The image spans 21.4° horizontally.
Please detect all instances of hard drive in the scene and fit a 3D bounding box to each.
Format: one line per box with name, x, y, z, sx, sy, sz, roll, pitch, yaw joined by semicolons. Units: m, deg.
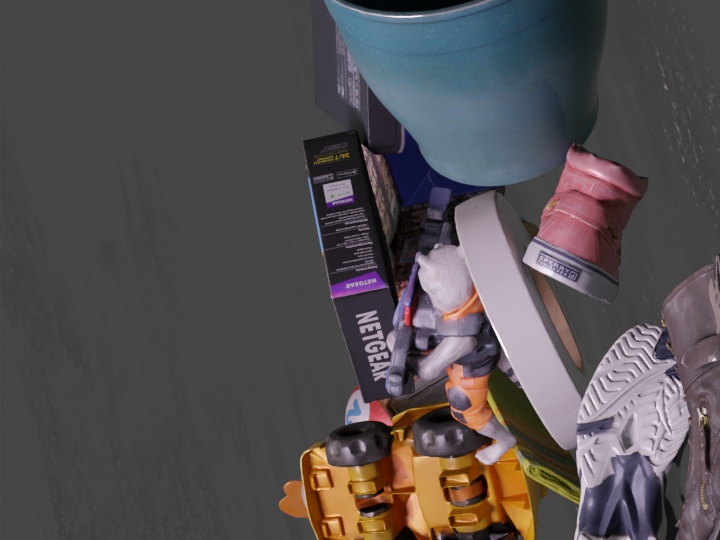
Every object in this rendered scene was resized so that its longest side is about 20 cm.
hard drive;-0.005;-0.187;1.605;0.200;0.033;0.140;-133;39;-68

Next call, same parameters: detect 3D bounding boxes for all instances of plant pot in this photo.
plant pot;0.083;-0.167;1.312;0.200;0.200;0.188;-115;3;-48

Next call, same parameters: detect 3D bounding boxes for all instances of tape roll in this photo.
tape roll;0.130;0.037;1.440;0.203;0.037;0.203;61;-168;-22

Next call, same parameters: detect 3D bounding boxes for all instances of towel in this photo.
towel;0.136;0.115;1.620;0.086;0.018;0.200;32;-159;-37

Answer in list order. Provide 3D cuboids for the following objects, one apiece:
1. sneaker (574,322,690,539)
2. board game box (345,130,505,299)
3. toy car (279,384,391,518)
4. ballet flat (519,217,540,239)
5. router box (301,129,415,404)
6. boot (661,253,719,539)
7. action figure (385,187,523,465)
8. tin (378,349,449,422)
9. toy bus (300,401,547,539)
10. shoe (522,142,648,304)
sneaker;0.193;0.140;1.334;0.130;0.079;0.200;40;-128;-77
board game box;0.052;-0.073;1.751;0.200;0.097;0.160;97;158;-57
toy car;-0.001;0.198;1.943;0.177;0.200;0.185;52;-166;-45
ballet flat;0.115;0.017;1.627;0.063;0.068;0.200;65;167;12
router box;0.000;0.000;1.578;0.200;0.051;0.150;74;-176;-60
boot;0.226;0.097;1.209;0.200;0.069;0.175;111;151;-63
action figure;0.089;0.031;1.507;0.194;0.104;0.201;62;-147;-53
tin;0.068;0.098;1.763;0.042;0.112;0.200;56;179;20
toy bus;0.068;0.172;1.701;0.192;0.199;0.136;-50;-51;-66
shoe;0.164;-0.033;1.348;0.091;0.071;0.200;-63;-10;3
